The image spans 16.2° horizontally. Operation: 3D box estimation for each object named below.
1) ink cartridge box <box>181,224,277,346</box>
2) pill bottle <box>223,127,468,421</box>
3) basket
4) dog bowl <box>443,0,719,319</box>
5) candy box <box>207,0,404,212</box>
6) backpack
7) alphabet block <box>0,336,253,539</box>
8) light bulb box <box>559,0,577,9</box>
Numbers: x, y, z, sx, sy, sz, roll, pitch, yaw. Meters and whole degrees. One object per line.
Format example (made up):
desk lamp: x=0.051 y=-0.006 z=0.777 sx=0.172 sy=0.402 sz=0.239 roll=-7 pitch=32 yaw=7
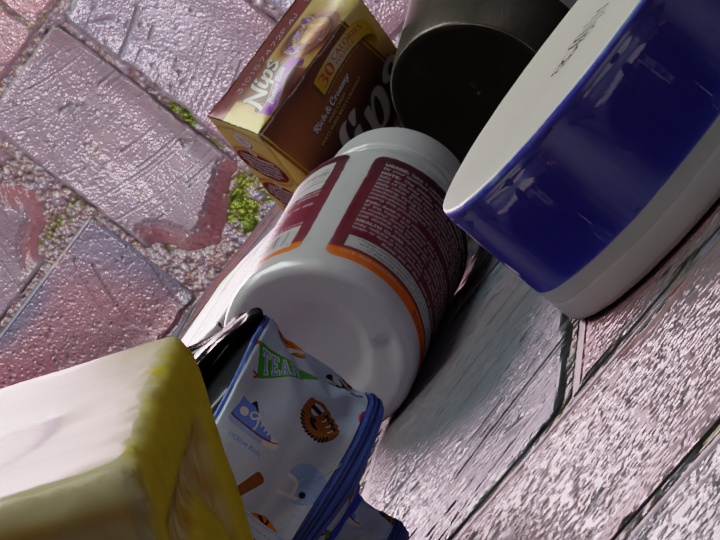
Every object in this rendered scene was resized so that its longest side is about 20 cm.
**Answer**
ink cartridge box: x=-0.077 y=0.048 z=1.949 sx=0.146 sy=0.084 sz=0.200 roll=-56 pitch=7 yaw=-32
pill bottle: x=0.000 y=0.000 z=1.487 sx=0.114 sy=0.114 sz=0.200 roll=-49 pitch=6 yaw=31
basket: x=0.099 y=-0.167 z=1.637 sx=0.180 sy=0.136 sz=0.200 roll=-20 pitch=29 yaw=31
dog bowl: x=0.127 y=-0.080 z=1.142 sx=0.200 sy=0.079 sz=0.200 roll=-52 pitch=5 yaw=7
candy box: x=-0.005 y=-0.080 z=1.668 sx=0.056 sy=0.200 sz=0.117 roll=21 pitch=70 yaw=43
backpack: x=-0.065 y=0.119 z=1.119 sx=0.191 sy=0.154 sz=0.200 roll=-63 pitch=14 yaw=-15
alphabet block: x=-0.125 y=0.155 z=0.805 sx=0.199 sy=0.197 sz=0.195 roll=-17 pitch=11 yaw=3
light bulb box: x=0.164 y=-0.299 z=1.524 sx=0.198 sy=0.125 sz=0.201 roll=-32 pitch=35 yaw=39
